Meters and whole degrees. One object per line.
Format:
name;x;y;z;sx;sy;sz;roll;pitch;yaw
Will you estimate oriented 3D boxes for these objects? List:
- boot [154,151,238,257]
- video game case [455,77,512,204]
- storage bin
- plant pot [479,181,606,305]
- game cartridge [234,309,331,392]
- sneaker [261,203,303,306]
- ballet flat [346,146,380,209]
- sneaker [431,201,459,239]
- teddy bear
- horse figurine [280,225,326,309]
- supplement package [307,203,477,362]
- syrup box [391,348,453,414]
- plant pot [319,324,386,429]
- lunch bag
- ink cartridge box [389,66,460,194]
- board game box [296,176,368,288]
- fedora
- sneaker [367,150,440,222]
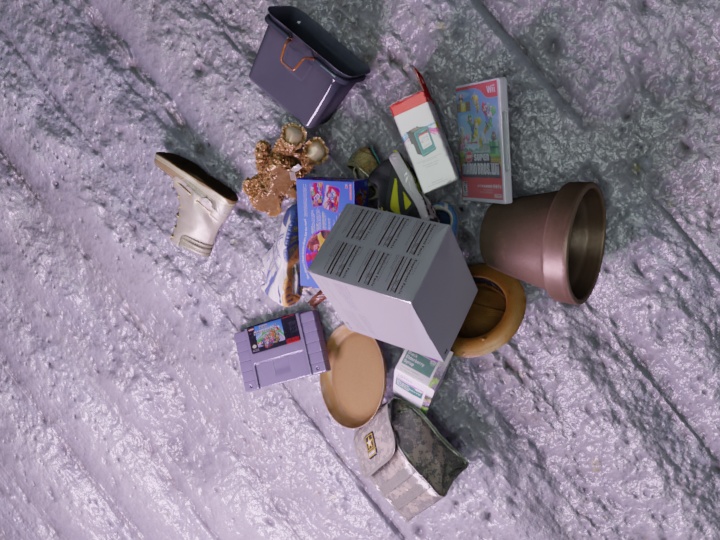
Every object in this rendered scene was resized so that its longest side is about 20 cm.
boot;-0.361;-0.136;1.445;0.199;0.072;0.156;34;112;9
video game case;0.210;-0.219;1.208;0.017;0.143;0.204;-9;101;-20
storage bin;-0.107;-0.360;1.282;0.199;0.145;0.135;40;121;7
plant pot;0.302;-0.054;1.192;0.173;0.199;0.204;10;105;36
game cartridge;-0.164;0.164;1.444;0.197;0.038;0.132;-18;85;23
sneaker;-0.152;-0.034;1.355;0.087;0.075;0.203;22;108;33
ballet flat;0.040;-0.133;1.306;0.070;0.071;0.202;-34;86;22
sneaker;0.140;-0.023;1.268;0.071;0.072;0.204;-4;79;34
teddy bear;-0.143;-0.195;1.344;0.143;0.067;0.201;13;132;-14
horse figurine;-0.086;-0.031;1.385;0.131;0.050;0.203;-15;94;27
supplement package;0.058;0.018;1.157;0.198;0.192;0.148;15;64;32
syrup box;0.109;0.189;1.283;0.078;0.200;0.082;27;72;11
plant pot;-0.011;0.204;1.374;0.199;0.027;0.204;-7;81;49
lunch bag;0.079;0.354;1.351;0.200;0.117;0.164;46;139;8
ink cartridge box;0.109;-0.242;1.234;0.066;0.116;0.203;-21;94;14
board game box;-0.050;-0.066;1.288;0.133;0.045;0.203;8;106;35
fedora;0.214;0.083;1.271;0.198;0.203;0.082;-23;136;22
sneaker;0.078;-0.109;1.234;0.084;0.074;0.202;-30;65;17
